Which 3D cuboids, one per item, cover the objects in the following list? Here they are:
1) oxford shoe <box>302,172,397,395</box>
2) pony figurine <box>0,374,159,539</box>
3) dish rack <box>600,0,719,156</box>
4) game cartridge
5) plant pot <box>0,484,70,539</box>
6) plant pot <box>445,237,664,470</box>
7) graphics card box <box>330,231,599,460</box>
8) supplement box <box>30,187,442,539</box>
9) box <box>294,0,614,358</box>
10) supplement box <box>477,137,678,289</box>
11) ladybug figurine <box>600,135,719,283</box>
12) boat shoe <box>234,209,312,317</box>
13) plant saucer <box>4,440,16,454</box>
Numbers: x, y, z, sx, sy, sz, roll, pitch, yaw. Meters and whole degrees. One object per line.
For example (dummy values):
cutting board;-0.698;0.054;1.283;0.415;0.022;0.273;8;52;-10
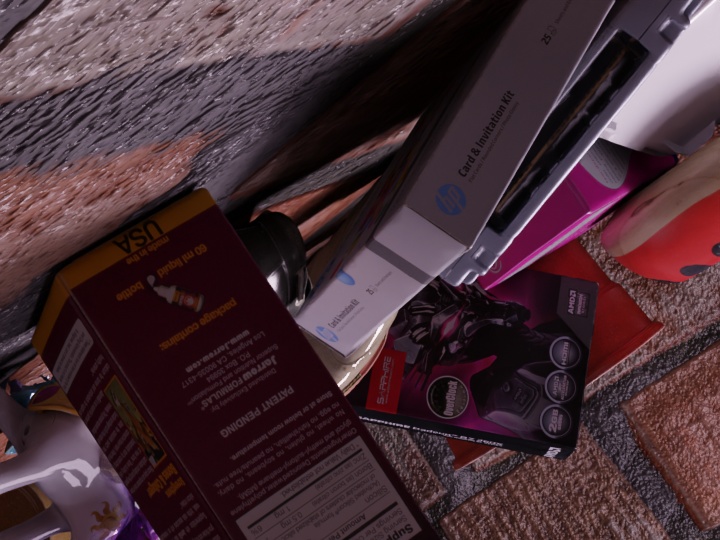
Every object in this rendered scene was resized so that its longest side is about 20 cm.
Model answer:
oxford shoe;0.000;0.000;1.038;0.201;0.070;0.074;-61;177;-21
pony figurine;-0.138;0.120;0.872;0.199;0.194;0.166;-33;-152;-21
dish rack;0.231;-0.145;1.081;0.200;0.044;0.171;-42;150;28
game cartridge;0.110;-0.088;0.916;0.200;0.041;0.133;-52;-171;17
plant pot;-0.241;0.209;1.086;0.186;0.187;0.200;-32;161;-20
plant pot;0.102;0.020;1.306;0.200;0.196;0.201;-34;175;-3
graphics card box;0.063;0.054;1.177;0.051;0.198;0.127;106;-4;-72
supplement box;-0.061;0.079;0.773;0.085;0.201;0.110;-32;174;-24
box;0.043;-0.051;0.845;0.157;0.041;0.200;-58;-176;-23
supplement box;0.133;-0.074;1.174;0.103;0.102;0.200;-38;174;29
ladybug figurine;0.251;-0.048;1.172;0.135;0.072;0.200;-29;174;-37
boat shoe;-0.057;0.015;0.956;0.063;0.071;0.200;-32;173;-10
plant saucer;-0.130;0.095;1.087;0.198;0.019;0.070;-1;157;-29
